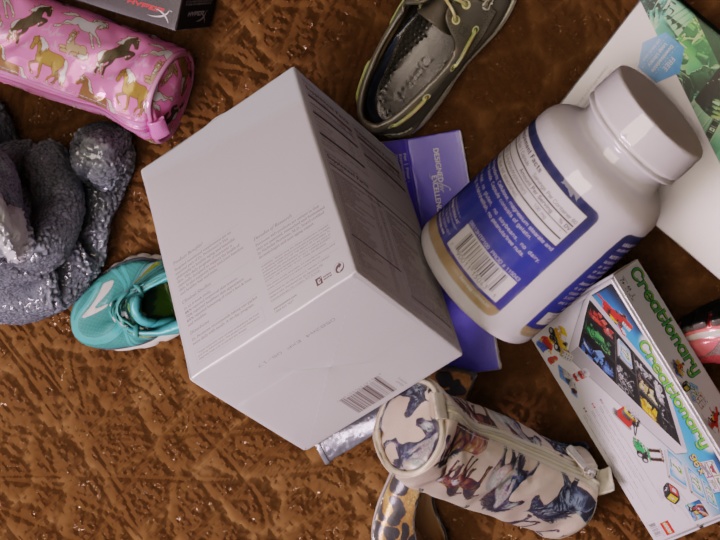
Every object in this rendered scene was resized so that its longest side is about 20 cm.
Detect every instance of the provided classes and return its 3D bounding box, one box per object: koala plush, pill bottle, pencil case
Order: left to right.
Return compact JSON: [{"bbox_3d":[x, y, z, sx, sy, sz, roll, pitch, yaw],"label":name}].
[{"bbox_3d":[-0.301,-0.044,1.737,0.176,0.200,0.185,12,94,16],"label":"koala plush"},{"bbox_3d":[-0.233,-0.170,1.768,0.199,0.083,0.087,19,98,14],"label":"pencil case"},{"bbox_3d":[0.099,0.143,1.646,0.089,0.199,0.078,-36,47,31],"label":"pencil case"},{"bbox_3d":[0.152,-0.052,1.602,0.200,0.120,0.120,-43,84,21],"label":"pill bottle"}]

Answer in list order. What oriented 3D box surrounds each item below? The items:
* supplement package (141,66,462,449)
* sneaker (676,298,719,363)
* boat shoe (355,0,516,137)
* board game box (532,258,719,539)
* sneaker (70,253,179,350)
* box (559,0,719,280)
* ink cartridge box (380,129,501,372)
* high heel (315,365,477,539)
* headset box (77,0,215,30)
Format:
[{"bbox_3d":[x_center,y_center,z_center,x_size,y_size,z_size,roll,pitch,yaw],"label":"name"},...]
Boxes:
[{"bbox_3d":[-0.045,-0.008,1.604,0.151,0.150,0.201,-32,51,19],"label":"supplement package"},{"bbox_3d":[0.319,0.060,1.622,0.199,0.074,0.088,-12,98,21],"label":"sneaker"},{"bbox_3d":[0.063,-0.191,1.677,0.072,0.060,0.203,36,107,13],"label":"boat shoe"},{"bbox_3d":[0.218,0.103,1.648,0.201,0.034,0.126,59,145,3],"label":"board game box"},{"bbox_3d":[-0.173,0.024,1.765,0.199,0.079,0.078,-15,91,41],"label":"sneaker"},{"bbox_3d":[0.256,-0.101,1.639,0.200,0.036,0.145,40,108,8],"label":"box"},{"bbox_3d":[0.000,0.000,1.737,0.198,0.043,0.200,-10,94,18],"label":"ink cartridge box"},{"bbox_3d":[0.070,0.174,1.711,0.142,0.072,0.201,-29,105,20],"label":"high heel"},{"bbox_3d":[-0.177,-0.309,1.733,0.148,0.077,0.202,18,105,15],"label":"headset box"}]
